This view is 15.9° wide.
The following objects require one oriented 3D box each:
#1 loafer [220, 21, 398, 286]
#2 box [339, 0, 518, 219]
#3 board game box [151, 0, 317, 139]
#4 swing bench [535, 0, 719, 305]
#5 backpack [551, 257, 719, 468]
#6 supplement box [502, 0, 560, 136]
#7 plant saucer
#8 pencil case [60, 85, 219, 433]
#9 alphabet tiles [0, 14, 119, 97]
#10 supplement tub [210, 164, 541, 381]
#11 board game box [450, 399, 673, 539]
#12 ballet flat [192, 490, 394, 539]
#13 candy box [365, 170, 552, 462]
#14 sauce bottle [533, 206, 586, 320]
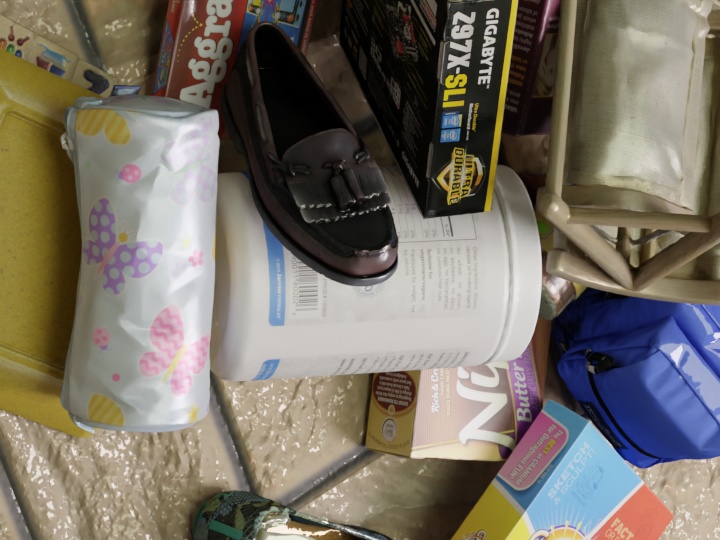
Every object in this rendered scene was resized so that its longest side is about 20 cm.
[{"bbox_3d":[-0.033,-0.073,1.541,0.071,0.200,0.063,-10,134,-23],"label":"loafer"},{"bbox_3d":[0.038,-0.154,1.584,0.049,0.200,0.160,-6,129,-16],"label":"box"},{"bbox_3d":[-0.071,-0.178,1.609,0.102,0.019,0.201,-2,114,-36],"label":"board game box"},{"bbox_3d":[0.180,-0.100,1.597,0.129,0.200,0.200,5,76,6],"label":"swing bench"},{"bbox_3d":[0.217,0.048,1.781,0.168,0.200,0.163,-39,102,-23],"label":"backpack"},{"bbox_3d":[0.125,-0.197,1.715,0.110,0.085,0.201,-7,114,-50],"label":"supplement box"},{"bbox_3d":[-0.193,-0.015,1.536,0.199,0.048,0.201,24,85,-37],"label":"plant saucer"},{"bbox_3d":[-0.129,-0.005,1.504,0.090,0.083,0.201,-5,101,-30],"label":"pencil case"},{"bbox_3d":[-0.219,-0.045,1.554,0.166,0.006,0.201,27,78,-37],"label":"alphabet tiles"},{"bbox_3d":[0.000,0.000,1.617,0.199,0.132,0.133,-2,96,-19],"label":"supplement tub"},{"bbox_3d":[0.119,0.210,1.779,0.200,0.040,0.153,-54,137,-9],"label":"board game box"},{"bbox_3d":[-0.020,0.198,1.694,0.199,0.074,0.075,20,83,-38],"label":"ballet flat"},{"bbox_3d":[0.073,0.029,1.756,0.116,0.056,0.201,7,89,-38],"label":"candy box"},{"bbox_3d":[0.172,-0.055,1.740,0.200,0.065,0.065,-46,120,-19],"label":"sauce bottle"}]
